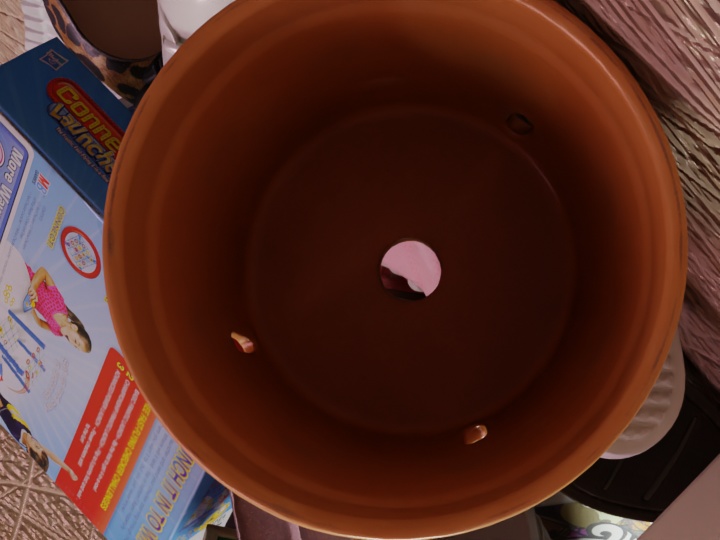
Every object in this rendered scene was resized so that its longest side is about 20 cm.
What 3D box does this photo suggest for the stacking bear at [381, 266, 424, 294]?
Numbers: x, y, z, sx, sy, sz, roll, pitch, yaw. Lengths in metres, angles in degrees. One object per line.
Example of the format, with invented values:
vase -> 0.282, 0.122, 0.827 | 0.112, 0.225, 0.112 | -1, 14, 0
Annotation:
stacking bear -> 0.000, 0.000, 1.233 | 0.200, 0.121, 0.114 | 4, 93, 60

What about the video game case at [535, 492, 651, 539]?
video game case -> 0.093, 0.144, 1.295 | 0.181, 0.036, 0.200 | -9, 140, 21

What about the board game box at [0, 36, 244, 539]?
board game box -> -0.125, 0.023, 1.256 | 0.196, 0.056, 0.200 | 45, 142, 14

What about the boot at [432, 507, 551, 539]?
boot -> 0.068, 0.196, 1.169 | 0.073, 0.200, 0.096 | -3, 163, 18

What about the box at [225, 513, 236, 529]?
box -> -0.004, 0.124, 1.478 | 0.200, 0.164, 0.166 | 52, 173, 27

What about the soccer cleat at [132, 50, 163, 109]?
soccer cleat -> -0.061, -0.096, 1.168 | 0.068, 0.081, 0.200 | 46, 168, -2

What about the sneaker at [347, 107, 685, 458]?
sneaker -> 0.055, -0.007, 1.060 | 0.200, 0.075, 0.105 | 53, 166, 5

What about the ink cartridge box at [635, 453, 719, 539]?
ink cartridge box -> 0.161, 0.165, 1.100 | 0.084, 0.144, 0.200 | 41, 168, 24

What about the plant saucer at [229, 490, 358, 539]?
plant saucer -> -0.010, 0.135, 1.115 | 0.200, 0.034, 0.201 | 165, 90, -74

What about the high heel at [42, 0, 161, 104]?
high heel -> -0.123, -0.146, 1.243 | 0.200, 0.071, 0.143 | 55, 176, -1

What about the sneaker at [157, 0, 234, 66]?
sneaker -> -0.053, -0.052, 1.086 | 0.073, 0.085, 0.200 | 15, 141, 26

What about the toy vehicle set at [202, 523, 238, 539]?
toy vehicle set -> 0.014, 0.194, 1.239 | 0.200, 0.124, 0.027 | 13, 129, -8

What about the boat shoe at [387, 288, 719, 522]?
boat shoe -> 0.074, 0.050, 1.128 | 0.200, 0.072, 0.068 | 23, -172, -12

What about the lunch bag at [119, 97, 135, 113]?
lunch bag -> -0.092, 0.002, 1.369 | 0.076, 0.160, 0.200 | -114, -1, -74

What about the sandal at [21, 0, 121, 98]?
sandal -> -0.153, -0.144, 1.467 | 0.082, 0.050, 0.203 | 26, 150, 21

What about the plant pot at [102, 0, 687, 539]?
plant pot -> 0.015, -0.005, 0.937 | 0.200, 0.200, 0.140 | 45, 180, 4
